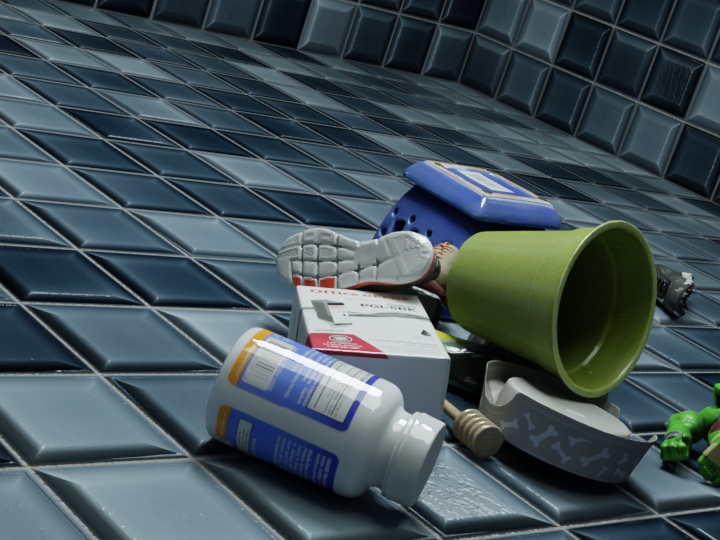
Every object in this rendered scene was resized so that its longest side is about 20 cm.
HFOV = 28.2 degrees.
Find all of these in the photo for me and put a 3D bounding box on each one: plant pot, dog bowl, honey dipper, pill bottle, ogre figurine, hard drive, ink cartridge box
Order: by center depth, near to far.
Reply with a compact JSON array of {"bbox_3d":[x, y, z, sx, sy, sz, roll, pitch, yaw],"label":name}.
[{"bbox_3d":[-0.029,0.137,1.300,0.200,0.112,0.112,23,15,12],"label":"pill bottle"},{"bbox_3d":[0.003,0.089,1.527,0.147,0.083,0.200,5,17,-10],"label":"ink cartridge box"},{"bbox_3d":[0.218,0.166,1.557,0.200,0.059,0.200,21,9,-3],"label":"dog bowl"},{"bbox_3d":[0.090,0.144,1.567,0.038,0.038,0.200,10,15,-30],"label":"honey dipper"},{"bbox_3d":[0.207,0.027,1.656,0.190,0.200,0.200,14,8,43],"label":"plant pot"},{"bbox_3d":[0.445,0.189,1.694,0.200,0.098,0.120,-26,12,3],"label":"ogre figurine"},{"bbox_3d":[0.032,0.031,1.776,0.140,0.038,0.200,20,-4,7],"label":"hard drive"},{"bbox_3d":[0.152,-0.045,2.032,0.200,0.180,0.200,4,21,-41],"label":"plant pot"}]

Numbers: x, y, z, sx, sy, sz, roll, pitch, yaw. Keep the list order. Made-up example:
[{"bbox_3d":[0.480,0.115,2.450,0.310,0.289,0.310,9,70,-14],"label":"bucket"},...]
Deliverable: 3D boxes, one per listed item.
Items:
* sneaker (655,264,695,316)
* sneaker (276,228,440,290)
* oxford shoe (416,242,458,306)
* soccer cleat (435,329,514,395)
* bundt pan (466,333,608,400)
[{"bbox_3d":[0.514,0.030,2.428,0.090,0.067,0.200,18,11,10],"label":"sneaker"},{"bbox_3d":[0.000,0.000,1.648,0.200,0.077,0.082,2,-16,26],"label":"sneaker"},{"bbox_3d":[0.088,-0.006,1.819,0.070,0.075,0.200,19,-4,17],"label":"oxford shoe"},{"bbox_3d":[0.087,0.099,1.692,0.200,0.065,0.084,20,0,5],"label":"soccer cleat"},{"bbox_3d":[0.228,0.104,1.795,0.202,0.076,0.202,18,15,-5],"label":"bundt pan"}]
